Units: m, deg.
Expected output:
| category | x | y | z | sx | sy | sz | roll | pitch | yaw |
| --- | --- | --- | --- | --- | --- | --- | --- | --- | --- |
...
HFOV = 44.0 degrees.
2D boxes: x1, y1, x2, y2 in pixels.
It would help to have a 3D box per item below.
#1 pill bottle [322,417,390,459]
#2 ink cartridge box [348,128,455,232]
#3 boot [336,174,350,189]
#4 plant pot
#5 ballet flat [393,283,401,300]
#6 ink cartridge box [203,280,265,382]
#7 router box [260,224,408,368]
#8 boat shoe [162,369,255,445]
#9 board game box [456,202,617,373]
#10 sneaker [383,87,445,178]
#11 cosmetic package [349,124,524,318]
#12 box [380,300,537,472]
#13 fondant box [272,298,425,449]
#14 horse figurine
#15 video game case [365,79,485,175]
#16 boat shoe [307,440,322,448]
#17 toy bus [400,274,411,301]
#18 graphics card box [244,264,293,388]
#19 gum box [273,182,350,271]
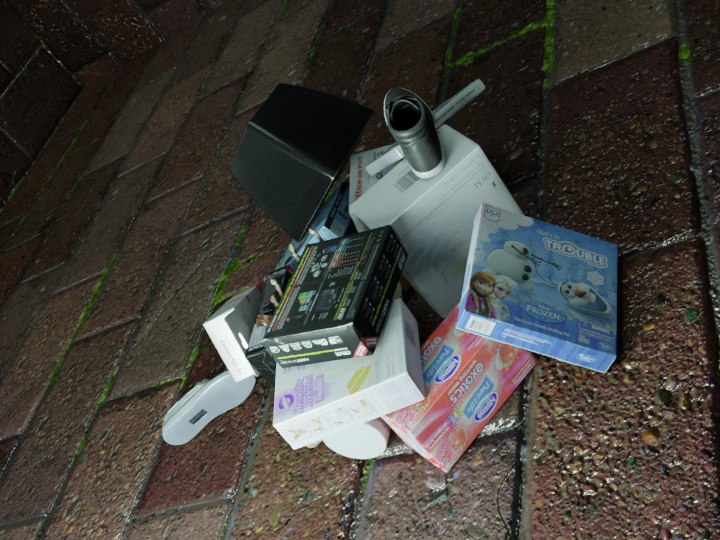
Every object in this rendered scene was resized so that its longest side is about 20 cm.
| category | x | y | z | sx | sy | sz | roll | pitch | yaw |
| --- | --- | --- | --- | --- | --- | --- | --- | --- | --- |
| pill bottle | 0.009 | 0.162 | 1.295 | 0.113 | 0.113 | 0.201 | -19 | 37 | 32 |
| ink cartridge box | 0.084 | -0.149 | 1.560 | 0.199 | 0.083 | 0.146 | -12 | 50 | 16 |
| boot | 0.005 | -0.111 | 1.678 | 0.199 | 0.072 | 0.145 | 5 | 55 | 45 |
| plant pot | -0.116 | -0.212 | 1.591 | 0.200 | 0.177 | 0.200 | -54 | 7 | 49 |
| ballet flat | 0.000 | 0.000 | 1.391 | 0.069 | 0.070 | 0.200 | -44 | 29 | -4 |
| ink cartridge box | -0.193 | 0.106 | 1.508 | 0.067 | 0.117 | 0.200 | -26 | 9 | 18 |
| router box | -0.032 | 0.036 | 1.229 | 0.149 | 0.062 | 0.200 | -11 | 38 | 31 |
| boat shoe | -0.271 | 0.222 | 1.561 | 0.200 | 0.074 | 0.065 | -35 | 36 | 8 |
| board game box | 0.237 | 0.018 | 1.172 | 0.043 | 0.199 | 0.200 | 109 | 177 | -47 |
| sneaker | 0.069 | -0.234 | 1.315 | 0.070 | 0.099 | 0.201 | -24 | 47 | 6 |
| cosmetic package | 0.130 | -0.074 | 1.371 | 0.199 | 0.200 | 0.123 | -41 | 34 | 0 |
| box | 0.127 | 0.152 | 1.194 | 0.200 | 0.103 | 0.095 | -47 | 33 | -12 |
| fondant box | -0.017 | 0.137 | 1.197 | 0.199 | 0.058 | 0.145 | -25 | 36 | 17 |
| horse figurine | -0.083 | 0.023 | 1.396 | 0.132 | 0.050 | 0.201 | 36 | 97 | 39 |
| video game case | 0.101 | -0.231 | 1.463 | 0.182 | 0.023 | 0.200 | -41 | 7 | -11 |
| boat shoe | -0.084 | 0.179 | 1.392 | 0.065 | 0.072 | 0.201 | -55 | 37 | 39 |
| toy bus | 0.009 | 0.055 | 1.459 | 0.200 | 0.078 | 0.065 | -52 | 33 | -17 |
| graphics card box | -0.121 | 0.103 | 1.494 | 0.051 | 0.126 | 0.201 | -21 | 37 | 24 |
| gum box | -0.091 | -0.046 | 1.635 | 0.200 | 0.044 | 0.170 | -46 | 14 | 30 |
